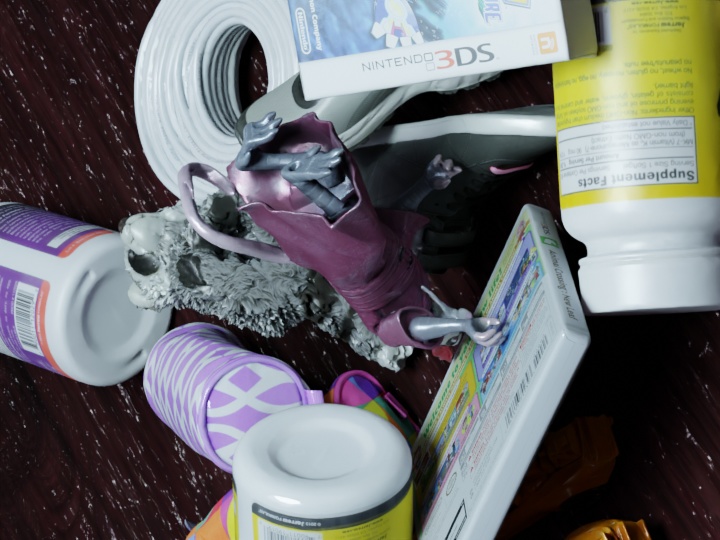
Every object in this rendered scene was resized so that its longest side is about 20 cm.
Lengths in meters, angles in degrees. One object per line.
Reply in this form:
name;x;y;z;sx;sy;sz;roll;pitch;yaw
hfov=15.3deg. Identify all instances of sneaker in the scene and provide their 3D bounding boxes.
sneaker;0.005;-0.136;1.707;0.199;0.079;0.074;-28;39;8
sneaker;0.071;-0.050;1.709;0.199;0.070;0.100;-7;90;47

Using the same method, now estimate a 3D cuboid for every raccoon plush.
raccoon plush;-0.075;0.022;1.802;0.200;0.097;0.134;46;154;-8

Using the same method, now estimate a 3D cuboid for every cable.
cable;-0.072;-0.132;1.847;0.200;0.069;0.201;26;108;42

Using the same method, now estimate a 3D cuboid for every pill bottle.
pill bottle;-0.022;0.193;1.680;0.112;0.112;0.201;30;133;41
pill bottle;0.171;-0.076;1.572;0.114;0.114;0.201;-6;86;45
pill bottle;-0.241;0.011;1.987;0.199;0.111;0.112;17;102;44

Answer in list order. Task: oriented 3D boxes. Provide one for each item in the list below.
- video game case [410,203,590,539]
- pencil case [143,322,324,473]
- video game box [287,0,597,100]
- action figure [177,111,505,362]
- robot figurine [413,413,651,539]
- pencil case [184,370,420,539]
video game case;0.080;0.083;1.621;0.182;0.022;0.201;-99;30;-65
pencil case;-0.087;0.082;1.789;0.200;0.085;0.084;-156;51;-71
video game box;0.034;-0.208;1.547;0.181;0.047;0.201;-7;97;30
action figure;0.000;0.000;1.637;0.148;0.200;0.134;-25;40;16
robot figurine;0.095;0.176;1.686;0.200;0.058;0.146;-37;62;38
pencil case;-0.040;0.154;1.806;0.200;0.088;0.089;-45;60;34
